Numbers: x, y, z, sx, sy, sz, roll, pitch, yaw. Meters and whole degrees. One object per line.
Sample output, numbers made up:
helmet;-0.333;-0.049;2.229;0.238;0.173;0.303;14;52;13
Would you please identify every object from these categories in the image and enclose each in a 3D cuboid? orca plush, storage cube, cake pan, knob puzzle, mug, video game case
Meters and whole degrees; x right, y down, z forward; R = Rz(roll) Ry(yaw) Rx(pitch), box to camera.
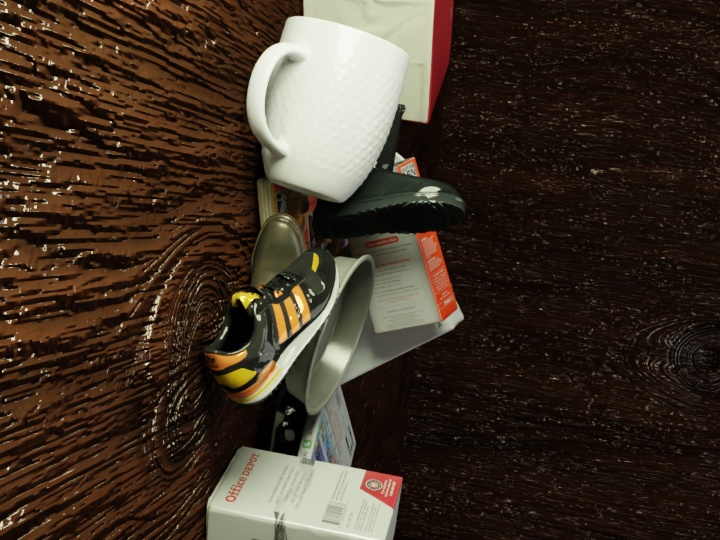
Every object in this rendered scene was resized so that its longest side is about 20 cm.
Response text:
orca plush;-0.069;0.181;1.688;0.201;0.070;0.106;-71;166;-55
storage cube;0.026;-0.311;1.585;0.180;0.169;0.201;-70;165;-55
cake pan;-0.037;0.071;1.455;0.200;0.036;0.202;20;90;-78
knob puzzle;-0.059;-0.049;1.481;0.219;0.030;0.222;4;90;-67
mug;-0.052;-0.177;1.338;0.199;0.147;0.177;17;89;-54
video game case;-0.046;0.251;1.606;0.201;0.022;0.183;78;20;-50

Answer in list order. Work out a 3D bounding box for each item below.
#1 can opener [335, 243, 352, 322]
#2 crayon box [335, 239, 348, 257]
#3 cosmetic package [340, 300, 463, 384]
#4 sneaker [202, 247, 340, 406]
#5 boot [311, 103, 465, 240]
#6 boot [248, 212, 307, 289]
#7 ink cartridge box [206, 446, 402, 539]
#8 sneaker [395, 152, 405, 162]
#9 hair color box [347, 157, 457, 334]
can opener;0.000;0.000;1.606;0.200;0.067;0.054;-42;162;-30
crayon box;-0.048;-0.059;1.673;0.200;0.058;0.120;54;44;-77
cosmetic package;0.027;0.065;1.723;0.124;0.198;0.200;63;8;1
sneaker;-0.092;0.040;1.283;0.201;0.070;0.090;-58;134;-27
boot;0.030;-0.125;1.434;0.073;0.196;0.164;52;38;-55
boot;-0.099;0.043;1.363;0.097;0.074;0.202;-69;166;-69
ink cartridge box;-0.063;0.283;1.385;0.144;0.198;0.085;-61;161;-68
sneaker;0.011;-0.142;1.649;0.071;0.200;0.099;-46;179;1
hair color box;0.043;-0.030;1.535;0.061;0.101;0.202;-32;109;-59
